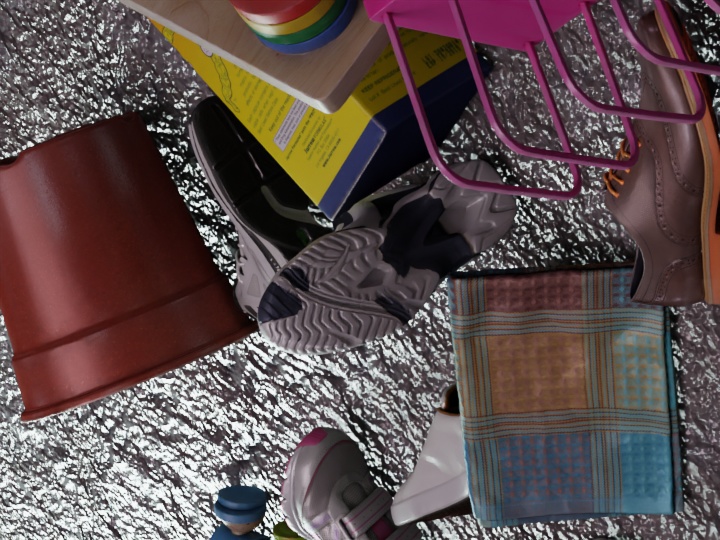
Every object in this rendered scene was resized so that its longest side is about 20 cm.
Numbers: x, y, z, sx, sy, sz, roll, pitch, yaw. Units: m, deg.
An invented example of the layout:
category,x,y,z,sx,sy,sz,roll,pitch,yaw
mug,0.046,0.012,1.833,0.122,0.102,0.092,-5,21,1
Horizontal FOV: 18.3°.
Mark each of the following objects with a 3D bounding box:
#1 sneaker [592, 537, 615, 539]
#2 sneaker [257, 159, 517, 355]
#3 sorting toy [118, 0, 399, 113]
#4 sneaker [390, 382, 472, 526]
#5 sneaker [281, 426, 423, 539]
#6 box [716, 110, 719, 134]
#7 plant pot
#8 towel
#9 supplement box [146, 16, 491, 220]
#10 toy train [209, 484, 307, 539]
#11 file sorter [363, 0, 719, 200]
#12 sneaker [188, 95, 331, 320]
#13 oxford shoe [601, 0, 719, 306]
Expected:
category,x,y,z,sx,sy,sz,roll,pitch,yaw
sneaker,0.136,0.248,1.618,0.200,0.088,0.081,-10,108,50
sneaker,0.000,0.000,1.499,0.079,0.199,0.130,52,156,-5
sorting toy,-0.043,-0.227,1.357,0.199,0.200,0.070,30,170,30
sneaker,0.077,0.130,1.627,0.200,0.073,0.085,-40,61,56
sneaker,0.008,0.208,1.746,0.088,0.081,0.200,7,130,44
box,0.270,-0.008,1.301,0.082,0.049,0.200,12,125,43
plant pot,-0.205,-0.009,1.735,0.201,0.201,0.195,-16,96,52
towel,0.137,0.085,1.481,0.147,0.022,0.200,-4,121,7
supplement box,-0.031,-0.154,1.481,0.200,0.109,0.110,48,143,11
toy train,-0.049,0.259,1.852,0.200,0.085,0.116,19,117,39
file sorter,0.132,-0.136,1.209,0.200,0.139,0.125,-34,65,37
sneaker,-0.084,-0.028,1.664,0.115,0.076,0.201,-27,98,52
oxford shoe,0.178,-0.062,1.325,0.073,0.071,0.200,-9,116,8
